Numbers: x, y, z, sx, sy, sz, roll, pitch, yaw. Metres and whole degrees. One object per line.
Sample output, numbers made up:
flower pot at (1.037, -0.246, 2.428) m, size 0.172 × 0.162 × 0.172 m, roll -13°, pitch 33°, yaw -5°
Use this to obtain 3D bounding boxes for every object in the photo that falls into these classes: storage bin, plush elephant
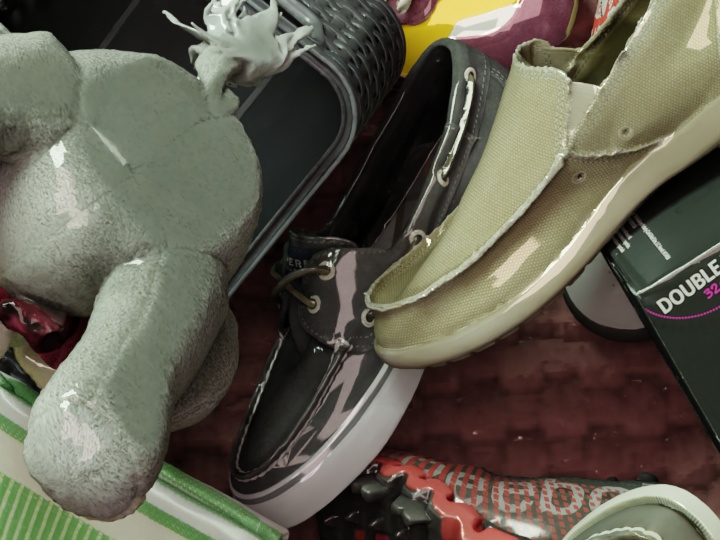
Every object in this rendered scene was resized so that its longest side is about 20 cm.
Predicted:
storage bin at (-0.093, -0.044, 1.090) m, size 0.135 × 0.094 × 0.200 m, roll 38°, pitch 112°, yaw -3°
plush elephant at (-0.114, -0.010, 0.982) m, size 0.165 × 0.200 × 0.155 m, roll 49°, pitch 135°, yaw -6°

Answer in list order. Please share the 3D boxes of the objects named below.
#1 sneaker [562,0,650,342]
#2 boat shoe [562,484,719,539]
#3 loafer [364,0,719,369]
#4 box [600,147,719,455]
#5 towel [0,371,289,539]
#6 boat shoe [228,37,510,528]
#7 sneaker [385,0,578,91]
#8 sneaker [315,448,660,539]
sneaker at (0.109, -0.078, 1.101) m, size 0.067 × 0.108 × 0.202 m, roll 13°, pitch 83°, yaw 12°
boat shoe at (0.060, 0.149, 1.008) m, size 0.072 × 0.060 × 0.202 m, roll 50°, pitch 133°, yaw 16°
loafer at (0.071, -0.046, 1.044) m, size 0.200 × 0.076 × 0.068 m, roll -42°, pitch 103°, yaw 9°
box at (0.207, 0.002, 1.039) m, size 0.200 × 0.124 × 0.149 m, roll -31°, pitch 104°, yaw 4°
towel at (-0.101, 0.152, 1.078) m, size 0.152 × 0.023 × 0.200 m, roll 26°, pitch 118°, yaw 28°
boat shoe at (0.000, 0.000, 1.106) m, size 0.066 × 0.070 × 0.200 m, roll 39°, pitch 81°, yaw -30°
sneaker at (-0.017, -0.118, 1.138) m, size 0.200 × 0.090 × 0.075 m, roll 8°, pitch 82°, yaw 11°
sneaker at (0.070, 0.110, 1.095) m, size 0.200 × 0.098 × 0.071 m, roll 21°, pitch 121°, yaw 35°
